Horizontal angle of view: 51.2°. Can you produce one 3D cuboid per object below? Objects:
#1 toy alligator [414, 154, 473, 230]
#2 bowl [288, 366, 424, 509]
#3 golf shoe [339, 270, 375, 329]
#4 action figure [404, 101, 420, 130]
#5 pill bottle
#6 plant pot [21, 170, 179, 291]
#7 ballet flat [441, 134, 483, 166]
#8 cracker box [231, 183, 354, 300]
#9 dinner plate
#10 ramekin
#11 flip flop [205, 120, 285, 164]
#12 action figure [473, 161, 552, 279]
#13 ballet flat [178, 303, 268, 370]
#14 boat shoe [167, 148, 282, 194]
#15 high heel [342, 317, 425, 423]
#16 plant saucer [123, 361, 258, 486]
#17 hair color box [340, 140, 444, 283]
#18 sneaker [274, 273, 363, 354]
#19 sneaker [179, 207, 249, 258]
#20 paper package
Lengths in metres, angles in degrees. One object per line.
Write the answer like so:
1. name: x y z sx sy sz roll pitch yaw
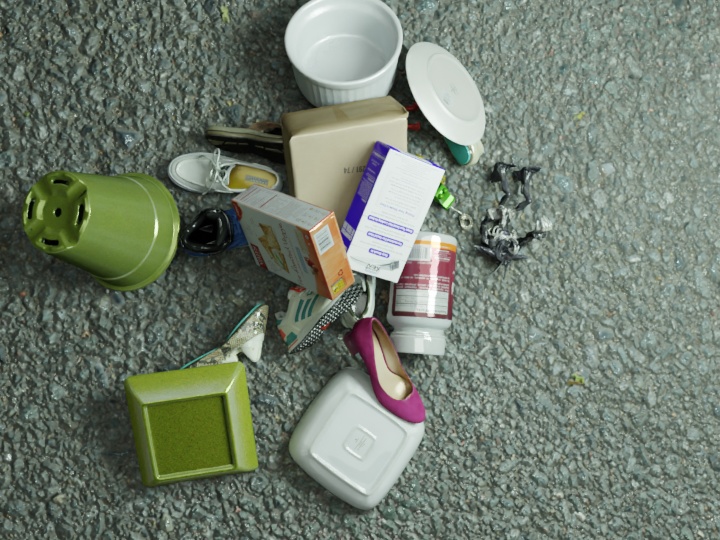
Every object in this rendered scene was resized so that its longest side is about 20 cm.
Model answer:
1. toy alligator: 0.130 -0.146 1.332 0.200 0.054 0.059 41 83 -1
2. bowl: -0.005 0.289 1.276 0.199 0.075 0.201 36 85 -1
3. golf shoe: 0.000 0.000 1.288 0.077 0.097 0.203 -3 85 -4
4. action figure: 0.007 -0.275 1.336 0.197 0.052 0.066 -3 89 -3
5. pill bottle: 0.104 0.041 1.285 0.112 0.114 0.203 5 85 -5
6. plant pot: -0.416 -0.076 1.176 0.197 0.190 0.203 -2 83 16
7. ballet flat: 0.159 -0.281 1.347 0.069 0.069 0.202 -30 91 -7
8. cracker box: -0.108 -0.048 1.185 0.058 0.199 0.135 -39 131 -27
9. dinner plate: 0.156 -0.312 1.302 0.199 0.024 0.203 20 57 -34
10. ramekin: -0.027 -0.367 1.286 0.197 0.098 0.203 0 64 1
11. flip flop: -0.170 -0.233 1.307 0.197 0.081 0.058 10 70 1
12. action figure: 0.265 -0.088 1.318 0.117 0.102 0.203 9 83 -16
13. ballet flat: -0.216 0.145 1.268 0.199 0.068 0.076 -39 77 -2
14. boat shoe: -0.233 -0.164 1.283 0.199 0.086 0.076 11 84 -5
15. high heel: 0.052 0.166 1.229 0.200 0.096 0.067 47 57 -3
16. plant saucer: -0.277 0.263 1.232 0.197 0.048 0.203 -7 105 -6
17. hair color box: 0.042 -0.092 1.204 0.108 0.065 0.202 16 103 -27
18. sneaker: -0.079 0.052 1.249 0.200 0.070 0.094 -47 69 35
19. sneaker: -0.208 -0.074 1.263 0.197 0.111 0.078 -17 91 -7
20. paper package: -0.023 -0.174 1.253 0.197 0.104 0.193 -11 124 -10
